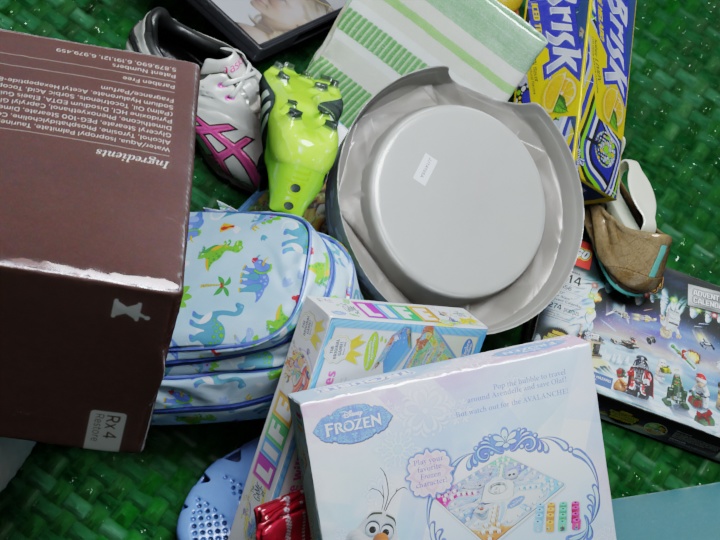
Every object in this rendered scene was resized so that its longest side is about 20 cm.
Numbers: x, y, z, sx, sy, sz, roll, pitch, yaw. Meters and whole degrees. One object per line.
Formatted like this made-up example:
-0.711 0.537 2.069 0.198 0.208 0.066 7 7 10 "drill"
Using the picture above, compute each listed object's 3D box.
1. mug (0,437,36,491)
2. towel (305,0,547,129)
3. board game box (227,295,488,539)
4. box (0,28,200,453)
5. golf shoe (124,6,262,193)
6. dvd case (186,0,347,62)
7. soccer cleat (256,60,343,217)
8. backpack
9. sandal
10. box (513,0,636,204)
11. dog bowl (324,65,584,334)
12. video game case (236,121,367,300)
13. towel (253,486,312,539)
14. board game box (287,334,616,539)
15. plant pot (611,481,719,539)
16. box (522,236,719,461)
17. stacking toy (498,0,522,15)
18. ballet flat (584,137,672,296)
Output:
-0.308 0.083 1.207 0.200 0.148 0.175 17 52 32 "mug"
0.036 -0.149 1.397 0.153 0.200 0.023 39 34 7 "towel"
-0.004 0.118 1.221 0.134 0.200 0.034 6 22 -36 "board game box"
-0.196 -0.021 1.108 0.164 0.166 0.200 9 46 -11 "box"
-0.102 -0.128 1.402 0.200 0.092 0.073 33 58 2 "golf shoe"
-0.080 -0.248 1.475 0.143 0.018 0.200 42 37 10 "dvd case"
-0.051 -0.099 1.315 0.067 0.081 0.200 18 19 -8 "soccer cleat"
-0.095 0.033 1.254 0.200 0.154 0.163 10 52 6 "backpack"
-0.052 0.136 1.269 0.079 0.087 0.200 43 67 9 "sandal"
0.169 -0.154 1.415 0.064 0.070 0.200 26 65 -44 "box"
0.064 -0.048 1.309 0.200 0.059 0.200 5 79 -24 "dog bowl"
0.000 0.000 1.365 0.200 0.018 0.143 44 85 7 "video game case"
0.018 0.190 1.238 0.200 0.145 0.022 -20 36 -24 "towel"
0.066 0.159 1.172 0.200 0.043 0.199 -11 100 -13 "board game box"
0.250 0.266 1.235 0.141 0.141 0.200 26 59 -43 "plant pot"
0.231 0.061 1.421 0.200 0.040 0.137 20 57 -4 "box"
0.086 -0.224 1.431 0.146 0.200 0.146 17 39 -14 "stacking toy"
0.195 -0.068 1.432 0.068 0.072 0.200 8 38 -31 "ballet flat"
